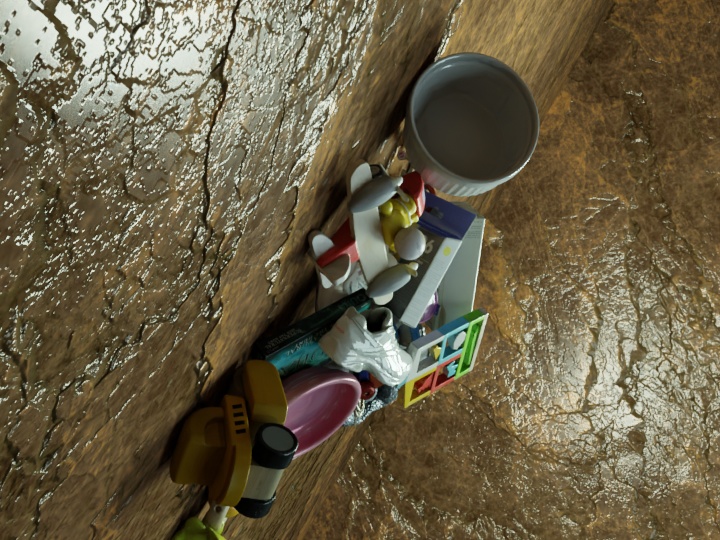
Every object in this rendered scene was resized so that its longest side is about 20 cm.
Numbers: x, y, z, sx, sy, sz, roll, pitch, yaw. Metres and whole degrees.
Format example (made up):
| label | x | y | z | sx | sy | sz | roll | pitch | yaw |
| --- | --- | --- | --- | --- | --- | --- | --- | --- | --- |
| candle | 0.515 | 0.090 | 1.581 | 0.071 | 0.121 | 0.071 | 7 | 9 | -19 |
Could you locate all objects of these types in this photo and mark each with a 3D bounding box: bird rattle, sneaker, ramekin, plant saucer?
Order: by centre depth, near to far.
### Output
| label | x | y | z | sx | sy | sz | roll | pitch | yaw |
| --- | --- | --- | --- | --- | --- | --- | --- | --- | --- |
| ramekin | 0.154 | -0.206 | 1.415 | 0.202 | 0.198 | 0.105 | -56 | 180 | -19 |
| sneaker | 0.029 | 0.107 | 1.423 | 0.100 | 0.078 | 0.199 | -55 | 144 | 8 |
| plant saucer | -0.093 | 0.214 | 1.455 | 0.198 | 0.051 | 0.202 | -29 | 150 | -18 |
| sneaker | 0.000 | 0.000 | 1.471 | 0.201 | 0.098 | 0.076 | -56 | 158 | -30 |
| bird rattle | -0.220 | 0.358 | 1.523 | 0.163 | 0.111 | 0.204 | -80 | -173 | -86 |

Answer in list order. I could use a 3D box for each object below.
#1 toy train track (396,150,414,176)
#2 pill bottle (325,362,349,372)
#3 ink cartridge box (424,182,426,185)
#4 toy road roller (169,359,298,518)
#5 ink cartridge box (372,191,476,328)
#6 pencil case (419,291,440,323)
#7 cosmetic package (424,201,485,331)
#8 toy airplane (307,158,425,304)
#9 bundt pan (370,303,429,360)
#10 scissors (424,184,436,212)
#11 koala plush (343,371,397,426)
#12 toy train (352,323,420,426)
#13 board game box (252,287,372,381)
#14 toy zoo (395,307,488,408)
| label | x | y | z | sx | sy | sz | roll | pitch | yaw |
| --- | --- | --- | --- | --- | --- | --- | --- | --- | --- |
| toy train track | 0.099 | -0.233 | 1.515 | 0.115 | 0.032 | 0.203 | 18 | 94 | -80 |
| pill bottle | -0.098 | 0.215 | 1.588 | 0.202 | 0.103 | 0.104 | -64 | 169 | 26 |
| ink cartridge box | 0.143 | -0.244 | 1.656 | 0.094 | 0.044 | 0.202 | -52 | 167 | -46 |
| toy road roller | -0.174 | 0.214 | 1.255 | 0.201 | 0.143 | 0.124 | -110 | -141 | -52 |
| ink cartridge box | 0.071 | -0.035 | 1.548 | 0.047 | 0.197 | 0.203 | 25 | 94 | -35 |
| pencil case | 0.063 | 0.026 | 1.645 | 0.088 | 0.087 | 0.200 | -59 | -154 | 0 |
| cosmetic package | 0.151 | -0.008 | 1.631 | 0.105 | 0.070 | 0.204 | -128 | -138 | -67 |
| toy airplane | 0.022 | -0.047 | 1.330 | 0.199 | 0.139 | 0.203 | 5 | 106 | -60 |
| bundt pan | 0.040 | 0.142 | 1.841 | 0.075 | 0.201 | 0.203 | -37 | 159 | -34 |
| scissors | 0.099 | -0.063 | 1.646 | 0.014 | 0.073 | 0.204 | -10 | 116 | -31 |
| koala plush | -0.011 | 0.161 | 1.703 | 0.183 | 0.177 | 0.201 | -36 | 161 | -41 |
| toy train | 0.040 | 0.171 | 1.590 | 0.085 | 0.113 | 0.203 | -112 | -163 | -52 |
| board game box | -0.077 | 0.113 | 1.420 | 0.198 | 0.028 | 0.136 | -27 | 153 | -31 |
| toy zoo | 0.125 | 0.148 | 1.580 | 0.198 | 0.020 | 0.133 | -24 | 138 | -35 |
